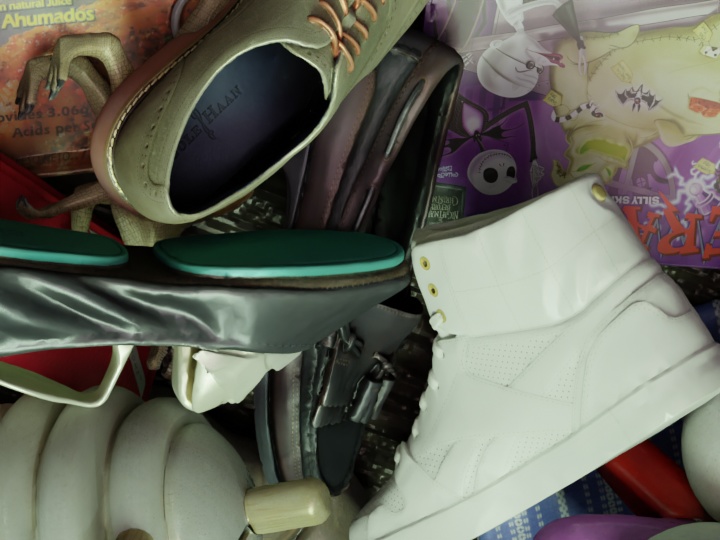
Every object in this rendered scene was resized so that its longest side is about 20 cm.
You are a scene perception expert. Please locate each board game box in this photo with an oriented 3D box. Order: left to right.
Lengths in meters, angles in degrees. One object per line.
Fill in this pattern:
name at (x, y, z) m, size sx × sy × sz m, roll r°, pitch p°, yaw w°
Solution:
board game box at (0.119, -0.063, 0.866) m, size 0.198 × 0.032 × 0.121 m, roll 4°, pitch 114°, yaw -4°

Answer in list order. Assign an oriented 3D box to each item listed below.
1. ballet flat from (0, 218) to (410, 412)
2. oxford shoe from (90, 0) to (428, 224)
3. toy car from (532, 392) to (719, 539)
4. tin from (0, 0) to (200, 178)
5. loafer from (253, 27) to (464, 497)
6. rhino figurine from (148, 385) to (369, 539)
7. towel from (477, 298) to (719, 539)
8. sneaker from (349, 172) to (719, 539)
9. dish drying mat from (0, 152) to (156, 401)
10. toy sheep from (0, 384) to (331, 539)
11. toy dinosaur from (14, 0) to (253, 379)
ballet flat at (-0.080, 0.017, 0.767) m, size 0.198 × 0.073 × 0.074 m, roll 2°, pitch 110°, yaw -16°
oxford shoe at (-0.011, -0.090, 0.761) m, size 0.071 × 0.074 × 0.200 m, roll 42°, pitch 85°, yaw -28°
toy car at (0.141, 0.122, 0.844) m, size 0.201 × 0.149 × 0.175 m, roll -63°, pitch 143°, yaw -21°
tin at (-0.120, -0.098, 0.836) m, size 0.198 × 0.042 × 0.113 m, roll -5°, pitch 114°, yaw -1°
loafer at (0.000, 0.000, 0.837) m, size 0.062 × 0.072 × 0.202 m, roll 11°, pitch 103°, yaw 23°
rhino figurine at (-0.084, 0.098, 0.894) m, size 0.199 × 0.060 × 0.088 m, roll 25°, pitch 86°, yaw -10°
towel at (0.145, 0.087, 0.923) m, size 0.198 × 0.024 × 0.146 m, roll -14°, pitch 109°, yaw 3°
sneaker at (0.046, 0.039, 0.819) m, size 0.200 × 0.073 × 0.116 m, roll -38°, pitch 81°, yaw 37°
dish drying mat at (-0.146, -0.011, 0.807) m, size 0.018 × 0.077 × 0.200 m, roll -6°, pitch 150°, yaw 39°
toy sheep at (-0.106, 0.108, 0.796) m, size 0.198 × 0.138 × 0.139 m, roll -7°, pitch 111°, yaw 13°
toy dinosaur at (-0.079, -0.063, 0.813) m, size 0.100 × 0.058 × 0.202 m, roll 11°, pitch 100°, yaw -25°
